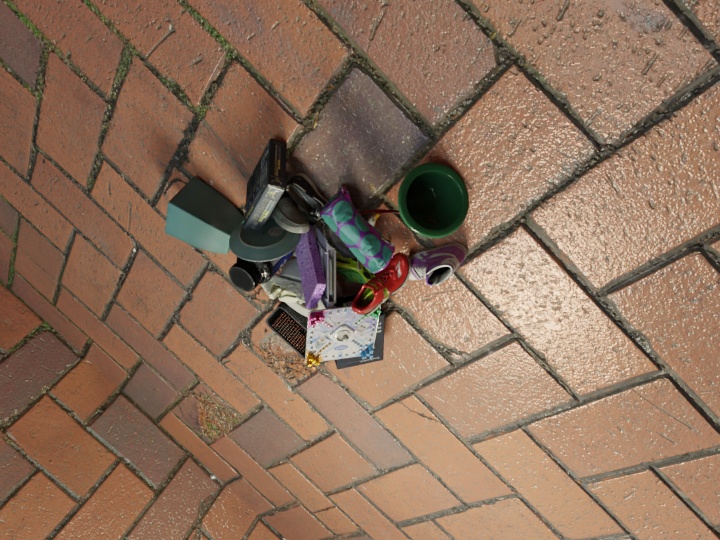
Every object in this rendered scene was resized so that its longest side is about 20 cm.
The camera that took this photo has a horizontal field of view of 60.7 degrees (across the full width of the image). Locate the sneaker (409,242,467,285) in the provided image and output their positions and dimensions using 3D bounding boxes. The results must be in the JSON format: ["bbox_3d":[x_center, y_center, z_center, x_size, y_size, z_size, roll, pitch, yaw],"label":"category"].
[{"bbox_3d":[0.165,-0.001,1.535,0.073,0.114,0.200,48,139,-13],"label":"sneaker"}]

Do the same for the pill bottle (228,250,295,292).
[{"bbox_3d":[-0.271,-0.035,1.697,0.111,0.200,0.112,19,135,20],"label":"pill bottle"}]

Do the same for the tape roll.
[{"bbox_3d":[-0.154,0.058,1.826,0.201,0.071,0.203,23,148,15],"label":"tape roll"}]

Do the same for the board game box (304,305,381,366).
[{"bbox_3d":[-0.048,0.179,1.675,0.198,0.026,0.201,-5,132,-15],"label":"board game box"}]

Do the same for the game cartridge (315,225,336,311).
[{"bbox_3d":[-0.094,-0.007,1.642,0.130,0.038,0.202,-137,44,-62],"label":"game cartridge"}]

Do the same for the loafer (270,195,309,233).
[{"bbox_3d":[-0.203,-0.163,1.661,0.200,0.070,0.070,36,126,37],"label":"loafer"}]

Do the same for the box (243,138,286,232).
[{"bbox_3d":[-0.250,-0.221,1.611,0.051,0.159,0.200,13,144,-23],"label":"box"}]

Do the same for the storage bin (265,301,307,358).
[{"bbox_3d":[-0.187,0.176,1.962,0.200,0.094,0.135,43,139,-3],"label":"storage bin"}]

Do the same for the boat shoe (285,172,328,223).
[{"bbox_3d":[-0.118,-0.169,1.631,0.200,0.060,0.074,50,137,-12],"label":"boat shoe"}]

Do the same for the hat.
[{"bbox_3d":[0.130,-0.166,1.449,0.199,0.167,0.176,20,179,-17],"label":"hat"}]

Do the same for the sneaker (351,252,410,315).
[{"bbox_3d":[0.052,0.039,1.563,0.077,0.085,0.200,43,102,19],"label":"sneaker"}]

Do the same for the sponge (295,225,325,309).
[{"bbox_3d":[-0.136,-0.010,1.652,0.030,0.201,0.112,2,143,-22],"label":"sponge"}]

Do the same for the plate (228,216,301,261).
[{"bbox_3d":[-0.259,-0.097,1.663,0.199,0.200,0.026,17,135,23],"label":"plate"}]

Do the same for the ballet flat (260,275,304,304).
[{"bbox_3d":[-0.227,0.055,1.759,0.199,0.072,0.072,10,131,34],"label":"ballet flat"}]

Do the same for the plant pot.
[{"bbox_3d":[-0.458,-0.150,1.847,0.199,0.142,0.142,29,138,0],"label":"plant pot"}]

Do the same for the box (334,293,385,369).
[{"bbox_3d":[-0.013,0.174,1.773,0.147,0.105,0.201,-10,133,-12],"label":"box"}]

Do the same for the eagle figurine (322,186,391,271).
[{"bbox_3d":[-0.012,-0.100,1.564,0.199,0.152,0.152,34,172,-13],"label":"eagle figurine"}]

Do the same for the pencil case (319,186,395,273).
[{"bbox_3d":[-0.004,-0.092,1.441,0.092,0.085,0.200,-37,103,29],"label":"pencil case"}]

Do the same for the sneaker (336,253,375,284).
[{"bbox_3d":[0.000,0.000,1.701,0.199,0.074,0.084,30,162,8],"label":"sneaker"}]

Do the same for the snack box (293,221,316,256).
[{"bbox_3d":[-0.215,-0.104,1.777,0.199,0.037,0.117,18,134,23],"label":"snack box"}]
